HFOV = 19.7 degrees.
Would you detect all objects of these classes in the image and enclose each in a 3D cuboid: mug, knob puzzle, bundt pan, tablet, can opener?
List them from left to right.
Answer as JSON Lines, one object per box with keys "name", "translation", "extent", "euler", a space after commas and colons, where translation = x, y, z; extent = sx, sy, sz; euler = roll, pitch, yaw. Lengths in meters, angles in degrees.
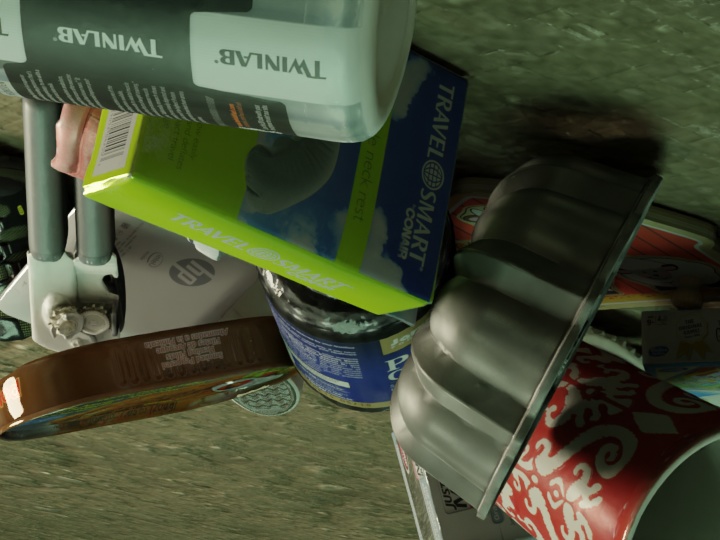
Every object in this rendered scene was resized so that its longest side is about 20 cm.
{"name": "can opener", "translation": [-0.164, -0.031, 1.177], "extent": [0.053, 0.067, 0.200], "euler": [2, 134, -1]}
{"name": "tablet", "translation": [-0.121, -0.010, 1.258], "extent": [0.130, 0.014, 0.200], "euler": [20, 137, -27]}
{"name": "bundt pan", "translation": [0.079, 0.024, 1.080], "extent": [0.076, 0.202, 0.202], "euler": [28, 165, 7]}
{"name": "knob puzzle", "translation": [0.122, -0.006, 1.221], "extent": [0.219, 0.030, 0.220], "euler": [11, 164, 3]}
{"name": "mug", "translation": [0.140, 0.133, 1.208], "extent": [0.133, 0.178, 0.200], "euler": [-8, -156, -31]}

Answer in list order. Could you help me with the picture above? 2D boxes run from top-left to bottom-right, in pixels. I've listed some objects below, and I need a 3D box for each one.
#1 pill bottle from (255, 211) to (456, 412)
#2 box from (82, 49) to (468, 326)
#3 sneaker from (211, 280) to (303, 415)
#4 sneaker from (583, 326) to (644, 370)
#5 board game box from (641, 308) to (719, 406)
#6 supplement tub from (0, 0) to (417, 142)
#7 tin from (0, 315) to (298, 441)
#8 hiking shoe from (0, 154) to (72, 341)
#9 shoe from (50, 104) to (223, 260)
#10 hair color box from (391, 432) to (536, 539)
{"name": "pill bottle", "translation": [0.000, 0.000, 1.169], "extent": [0.112, 0.112, 0.200], "euler": [8, 160, 9]}
{"name": "box", "translation": [-0.026, -0.060, 0.973], "extent": [0.200, 0.122, 0.048], "euler": [23, 159, -35]}
{"name": "sneaker", "translation": [-0.107, 0.005, 1.358], "extent": [0.073, 0.085, 0.200], "euler": [-21, 125, 33]}
{"name": "sneaker", "translation": [0.096, 0.073, 1.363], "extent": [0.200, 0.100, 0.070], "euler": [19, 175, -19]}
{"name": "board game box", "translation": [0.274, 0.056, 1.261], "extent": [0.200, 0.034, 0.134], "euler": [-2, 161, 10]}
{"name": "supplement tub", "translation": [-0.082, -0.121, 0.804], "extent": [0.200, 0.123, 0.123], "euler": [8, 164, 8]}
{"name": "tin", "translation": [-0.128, 0.064, 1.253], "extent": [0.200, 0.042, 0.112], "euler": [-8, 172, -36]}
{"name": "hiking shoe", "translation": [-0.221, -0.008, 1.316], "extent": [0.076, 0.101, 0.200], "euler": [0, 161, 32]}
{"name": "shoe", "translation": [-0.103, -0.060, 1.105], "extent": [0.091, 0.072, 0.200], "euler": [28, 178, 4]}
{"name": "hair color box", "translation": [0.132, 0.131, 1.423], "extent": [0.200, 0.099, 0.061], "euler": [-12, 169, -16]}
